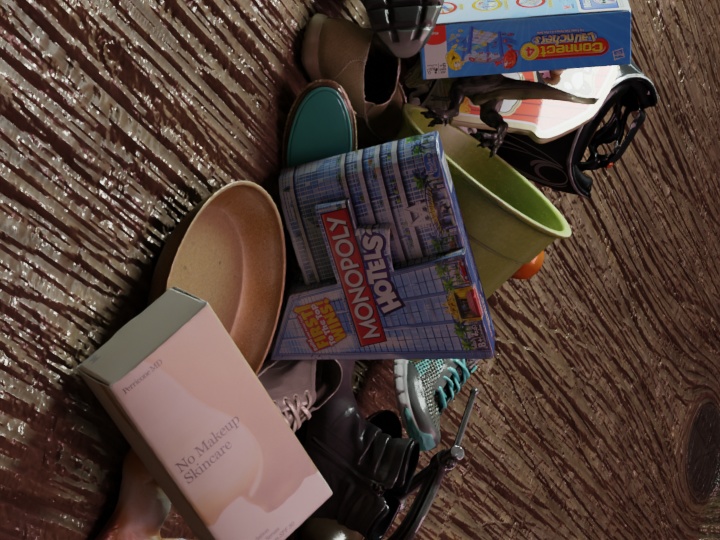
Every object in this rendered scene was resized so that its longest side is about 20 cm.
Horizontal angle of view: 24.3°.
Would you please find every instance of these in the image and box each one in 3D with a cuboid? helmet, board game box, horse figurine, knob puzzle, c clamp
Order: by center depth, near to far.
[{"bbox_3d":[-0.157,0.186,1.353,0.132,0.050,0.202,20,92,-43],"label":"horse figurine"},{"bbox_3d":[0.000,0.000,1.488,0.062,0.198,0.202,-78,152,-66],"label":"board game box"},{"bbox_3d":[0.149,-0.258,1.596,0.201,0.193,0.056,-89,174,-57],"label":"board game box"},{"bbox_3d":[0.049,0.224,1.615,0.200,0.027,0.172,-49,-167,53],"label":"c clamp"},{"bbox_3d":[0.174,-0.220,1.692,0.221,0.218,0.031,-60,-179,-35],"label":"knob puzzle"},{"bbox_3d":[0.206,-0.191,1.830,0.199,0.190,0.201,-34,144,-30],"label":"helmet"}]

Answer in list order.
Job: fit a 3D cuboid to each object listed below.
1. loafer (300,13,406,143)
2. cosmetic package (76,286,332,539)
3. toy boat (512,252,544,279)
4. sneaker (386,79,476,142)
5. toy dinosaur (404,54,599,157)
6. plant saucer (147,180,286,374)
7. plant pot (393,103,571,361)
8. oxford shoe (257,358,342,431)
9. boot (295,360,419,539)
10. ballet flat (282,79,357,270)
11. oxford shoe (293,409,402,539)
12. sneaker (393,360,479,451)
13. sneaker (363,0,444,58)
[{"bbox_3d":[0.007,-0.170,1.555,0.200,0.067,0.077,38,66,-63],"label":"loafer"},{"bbox_3d":[-0.118,0.125,1.291,0.105,0.071,0.201,-42,118,-18],"label":"cosmetic package"},{"bbox_3d":[0.137,-0.024,1.823,0.200,0.129,0.132,1,99,-65],"label":"toy boat"},{"bbox_3d":[0.082,-0.149,1.714,0.202,0.080,0.075,-70,156,-15],"label":"sneaker"},{"bbox_3d":[0.112,-0.157,1.544,0.088,0.198,0.048,-56,148,-29],"label":"toy dinosaur"},{"bbox_3d":[-0.125,0.022,1.390,0.200,0.035,0.202,-40,136,-54],"label":"plant saucer"},{"bbox_3d":[0.065,-0.024,1.595,0.191,0.200,0.200,-52,159,14],"label":"plant pot"},{"bbox_3d":[-0.077,0.125,1.515,0.200,0.057,0.076,-43,140,-49],"label":"oxford shoe"},{"bbox_3d":[0.002,0.153,1.604,0.070,0.130,0.202,33,70,-63],"label":"boot"},{"bbox_3d":[-0.036,-0.084,1.525,0.065,0.070,0.202,-88,-179,-66],"label":"ballet flat"},{"bbox_3d":[-0.011,0.213,1.649,0.085,0.072,0.201,-60,-175,48],"label":"oxford shoe"},{"bbox_3d":[0.081,0.099,1.728,0.201,0.090,0.078,-89,165,-47],"label":"sneaker"},{"bbox_3d":[0.037,-0.268,1.521,0.080,0.074,0.202,90,-2,-59],"label":"sneaker"}]
